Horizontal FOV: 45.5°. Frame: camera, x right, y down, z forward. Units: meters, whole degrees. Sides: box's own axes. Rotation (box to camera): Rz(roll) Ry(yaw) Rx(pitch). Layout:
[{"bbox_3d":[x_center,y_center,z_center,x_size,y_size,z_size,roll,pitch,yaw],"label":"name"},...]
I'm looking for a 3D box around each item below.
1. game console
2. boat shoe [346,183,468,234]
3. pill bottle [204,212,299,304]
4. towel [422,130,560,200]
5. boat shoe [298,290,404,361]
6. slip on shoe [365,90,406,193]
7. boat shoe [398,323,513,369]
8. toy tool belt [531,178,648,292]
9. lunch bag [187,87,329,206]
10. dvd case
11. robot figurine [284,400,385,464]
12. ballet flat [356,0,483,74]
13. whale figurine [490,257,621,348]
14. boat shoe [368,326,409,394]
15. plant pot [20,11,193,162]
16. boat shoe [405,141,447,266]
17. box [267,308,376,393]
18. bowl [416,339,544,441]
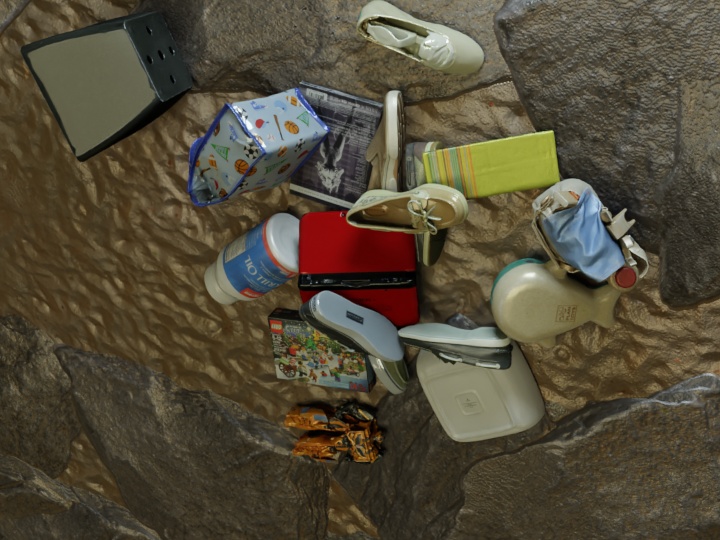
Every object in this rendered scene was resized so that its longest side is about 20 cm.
[{"bbox_3d":[0.000,0.000,1.460,0.197,0.120,0.173,-1,138,9],"label":"game console"},{"bbox_3d":[0.071,-0.086,1.311,0.198,0.063,0.074,-2,116,38],"label":"boat shoe"},{"bbox_3d":[-0.186,-0.013,1.537,0.199,0.112,0.113,-29,101,36],"label":"pill bottle"},{"bbox_3d":[0.196,-0.154,1.292,0.197,0.018,0.087,-9,113,10],"label":"towel"},{"bbox_3d":[-0.015,0.103,1.433,0.198,0.074,0.068,26,144,-31],"label":"boat shoe"},{"bbox_3d":[0.036,-0.185,1.358,0.060,0.076,0.202,7,127,11],"label":"slip on shoe"},{"bbox_3d":[0.153,0.127,1.410,0.198,0.075,0.061,5,109,34],"label":"boat shoe"},{"bbox_3d":[0.336,-0.040,1.235,0.125,0.123,0.200,-41,93,9],"label":"toy tool belt"},{"bbox_3d":[-0.178,-0.189,1.391,0.124,0.169,0.200,54,134,11],"label":"lunch bag"},{"bbox_3d":[-0.043,-0.198,1.424,0.147,0.016,0.202,19,122,16],"label":"dvd case"},{"bbox_3d":[-0.046,0.324,1.681,0.198,0.058,0.146,0,117,27],"label":"robot figurine"},{"bbox_3d":[0.082,-0.333,1.259,0.198,0.070,0.070,25,125,12],"label":"ballet flat"},{"bbox_3d":[0.302,0.043,1.348,0.197,0.104,0.161,0,115,-1],"label":"whale figurine"},{"bbox_3d":[0.046,0.126,1.523,0.061,0.072,0.202,-18,105,25],"label":"boat shoe"},{"bbox_3d":[-0.402,-0.326,1.436,0.176,0.200,0.202,-17,108,21],"label":"plant pot"},{"bbox_3d":[0.100,-0.108,1.373,0.065,0.072,0.203,12,115,27],"label":"boat shoe"},{"bbox_3d":[-0.073,0.149,1.613,0.198,0.038,0.138,5,118,24],"label":"box"},{"bbox_3d":[0.198,0.211,1.491,0.198,0.075,0.201,-17,107,34],"label":"bowl"}]
